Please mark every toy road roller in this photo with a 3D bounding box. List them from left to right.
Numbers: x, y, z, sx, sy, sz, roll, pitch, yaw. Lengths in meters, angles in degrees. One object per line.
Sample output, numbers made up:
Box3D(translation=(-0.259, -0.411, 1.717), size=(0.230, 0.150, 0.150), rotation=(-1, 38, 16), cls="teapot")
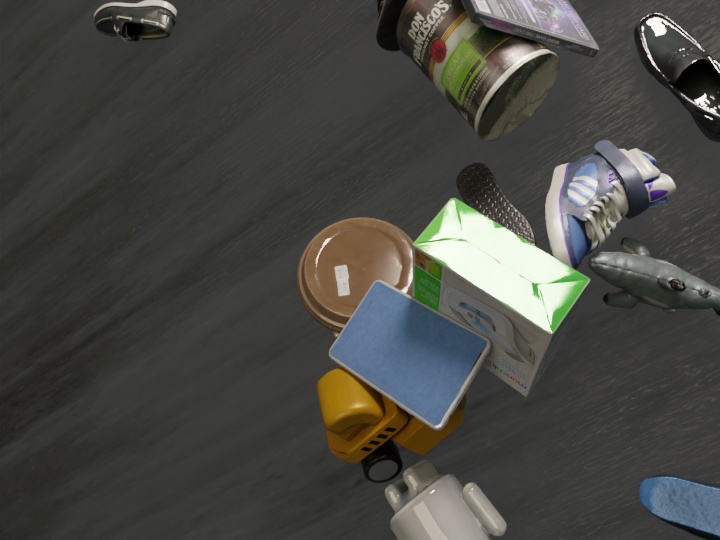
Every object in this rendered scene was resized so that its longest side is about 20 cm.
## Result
Box3D(translation=(0.030, 0.179, 0.848), size=(0.199, 0.145, 0.124), rotation=(-42, 36, 16), cls="toy road roller")

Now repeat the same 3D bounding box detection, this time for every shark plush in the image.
Box3D(translation=(0.379, 0.028, 0.767), size=(0.198, 0.083, 0.092), rotation=(33, 95, 26), cls="shark plush")

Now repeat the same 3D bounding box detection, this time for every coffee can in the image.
Box3D(translation=(0.164, -0.310, 0.891), size=(0.146, 0.146, 0.201), rotation=(-42, 67, 13), cls="coffee can")

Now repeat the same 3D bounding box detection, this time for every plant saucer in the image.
Box3D(translation=(0.000, 0.000, 0.930), size=(0.194, 0.030, 0.204), rotation=(-2, 60, 3), cls="plant saucer")

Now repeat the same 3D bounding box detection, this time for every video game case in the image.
Box3D(translation=(0.217, -0.358, 0.843), size=(0.019, 0.195, 0.145), rotation=(122, 146, -45), cls="video game case")

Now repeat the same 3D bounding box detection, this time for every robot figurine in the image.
Box3D(translation=(0.116, 0.354, 0.821), size=(0.170, 0.112, 0.202), rotation=(-49, 64, 27), cls="robot figurine")

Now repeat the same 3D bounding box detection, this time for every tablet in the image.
Box3D(translation=(0.059, 0.104, 0.815), size=(0.198, 0.014, 0.131), rotation=(28, 78, 35), cls="tablet")

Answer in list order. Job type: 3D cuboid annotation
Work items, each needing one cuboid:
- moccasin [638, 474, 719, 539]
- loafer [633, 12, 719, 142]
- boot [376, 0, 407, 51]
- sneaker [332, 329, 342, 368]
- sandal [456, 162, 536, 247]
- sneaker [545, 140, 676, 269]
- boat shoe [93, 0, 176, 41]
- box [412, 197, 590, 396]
Box3D(translation=(0.426, 0.279, 0.715), size=(0.196, 0.068, 0.082), rotation=(21, 83, 25), cls="moccasin")
Box3D(translation=(0.423, -0.258, 0.802), size=(0.067, 0.070, 0.204), rotation=(-32, 69, 16), cls="loafer")
Box3D(translation=(0.068, -0.459, 0.938), size=(0.156, 0.072, 0.205), rotation=(-95, 23, -43), cls="boot")
Box3D(translation=(-0.002, 0.064, 0.952), size=(0.085, 0.074, 0.204), rotation=(-17, 65, 5), cls="sneaker")
Box3D(translation=(0.198, -0.069, 0.898), size=(0.074, 0.045, 0.203), rotation=(-27, 57, 13), cls="sandal")
Box3D(translation=(0.314, -0.083, 0.777), size=(0.143, 0.081, 0.202), rotation=(-9, 37, 29), cls="sneaker")
Box3D(translation=(-0.463, -0.497, 1.259), size=(0.195, 0.075, 0.062), rotation=(0, 75, 26), cls="boat shoe")
Box3D(translation=(0.169, 0.036, 0.804), size=(0.198, 0.178, 0.097), rotation=(35, 64, 23), cls="box")
